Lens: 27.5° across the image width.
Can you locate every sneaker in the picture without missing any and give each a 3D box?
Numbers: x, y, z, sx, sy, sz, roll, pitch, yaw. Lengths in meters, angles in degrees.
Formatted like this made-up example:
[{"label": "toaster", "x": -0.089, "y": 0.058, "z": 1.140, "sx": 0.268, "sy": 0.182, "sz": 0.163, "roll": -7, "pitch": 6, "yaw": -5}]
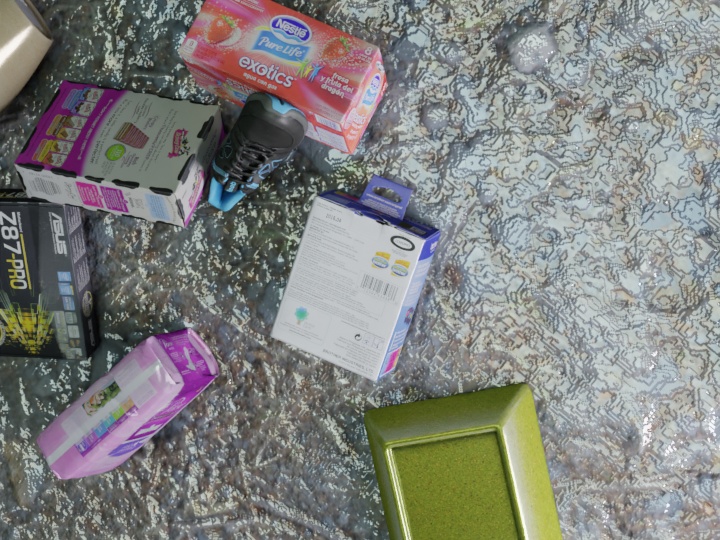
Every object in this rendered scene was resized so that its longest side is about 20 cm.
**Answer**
[{"label": "sneaker", "x": -0.112, "y": -0.122, "z": 1.567, "sx": 0.073, "sy": 0.200, "sz": 0.082, "roll": 27, "pitch": 66, "yaw": -8}]

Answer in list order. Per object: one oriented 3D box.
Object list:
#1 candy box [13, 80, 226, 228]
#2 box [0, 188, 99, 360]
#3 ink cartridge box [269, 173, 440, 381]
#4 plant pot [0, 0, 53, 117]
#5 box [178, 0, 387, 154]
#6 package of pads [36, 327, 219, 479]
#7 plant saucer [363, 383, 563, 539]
[{"label": "candy box", "x": -0.264, "y": -0.132, "z": 1.639, "sx": 0.198, "sy": 0.137, "sz": 0.061, "roll": 11, "pitch": 144, "yaw": 17}, {"label": "box", "x": -0.396, "y": 0.004, "z": 1.717, "sx": 0.159, "sy": 0.049, "sz": 0.202, "roll": 2, "pitch": 115, "yaw": 11}, {"label": "ink cartridge box", "x": 0.000, "y": 0.000, "z": 1.606, "sx": 0.135, "sy": 0.076, "sz": 0.202, "roll": 22, "pitch": 105, "yaw": 13}, {"label": "plant pot", "x": -0.455, "y": -0.238, "z": 1.675, "sx": 0.199, "sy": 0.187, "sz": 0.188, "roll": -35, "pitch": 87, "yaw": 5}, {"label": "box", "x": -0.080, "y": -0.216, "z": 1.574, "sx": 0.199, "sy": 0.103, "sz": 0.095, "roll": 25, "pitch": 78, "yaw": 13}, {"label": "package of pads", "x": -0.264, "y": 0.155, "z": 1.688, "sx": 0.200, "sy": 0.120, "sz": 0.076, "roll": -41, "pitch": 80, "yaw": 19}, {"label": "plant saucer", "x": 0.108, "y": 0.241, "z": 1.622, "sx": 0.198, "sy": 0.048, "sz": 0.202, "roll": -11, "pitch": 94, "yaw": 19}]
